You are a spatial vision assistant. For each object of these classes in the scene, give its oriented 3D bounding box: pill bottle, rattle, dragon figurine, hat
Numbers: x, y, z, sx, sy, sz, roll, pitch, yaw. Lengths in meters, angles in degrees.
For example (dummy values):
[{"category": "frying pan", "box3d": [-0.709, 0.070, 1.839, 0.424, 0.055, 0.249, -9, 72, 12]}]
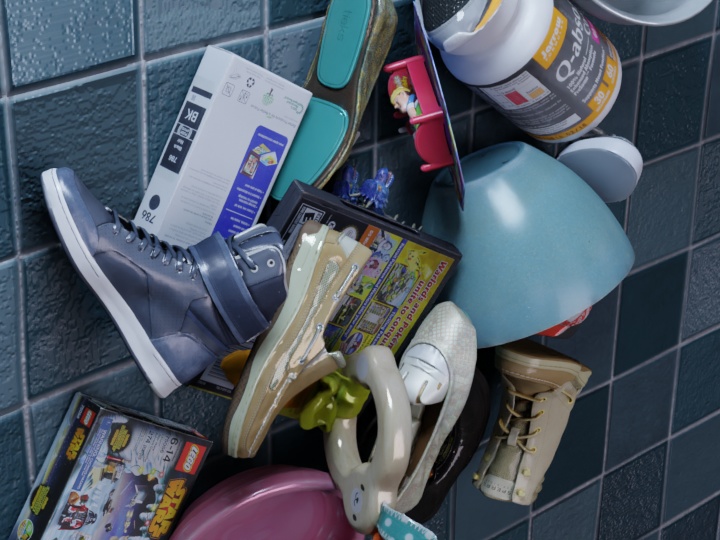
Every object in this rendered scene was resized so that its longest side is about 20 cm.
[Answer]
[{"category": "pill bottle", "box3d": [0.140, -0.202, 1.534, 0.200, 0.116, 0.117, 30, 87, -49]}, {"category": "rattle", "box3d": [-0.024, 0.162, 1.417, 0.142, 0.130, 0.201, 13, 65, -42]}, {"category": "dragon figurine", "box3d": [0.000, 0.000, 1.531, 0.099, 0.059, 0.201, 1, 111, -45]}, {"category": "hat", "box3d": [0.034, 0.153, 1.629, 0.200, 0.081, 0.201, -33, 138, -36]}]

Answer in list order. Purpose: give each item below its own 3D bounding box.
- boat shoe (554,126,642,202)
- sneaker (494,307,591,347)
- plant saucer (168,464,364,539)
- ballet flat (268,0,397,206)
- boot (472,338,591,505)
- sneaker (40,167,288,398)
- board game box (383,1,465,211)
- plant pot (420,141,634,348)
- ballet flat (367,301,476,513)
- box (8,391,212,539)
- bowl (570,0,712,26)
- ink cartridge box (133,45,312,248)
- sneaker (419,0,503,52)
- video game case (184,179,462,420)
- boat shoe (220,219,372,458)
[{"category": "boat shoe", "box3d": [0.221, -0.100, 1.633, 0.068, 0.073, 0.199, -56, -179, -18]}, {"category": "sneaker", "box3d": [0.173, 0.013, 1.693, 0.201, 0.067, 0.108, -1, 127, -51]}, {"category": "plant saucer", "box3d": [-0.093, 0.241, 1.523, 0.200, 0.051, 0.201, -19, 139, -17]}, {"category": "ballet flat", "box3d": [-0.019, -0.143, 1.442, 0.070, 0.071, 0.201, 13, 99, -48]}, {"category": "boot", "box3d": [0.153, 0.147, 1.657, 0.156, 0.072, 0.200, -66, 160, 0]}, {"category": "sneaker", "box3d": [-0.141, -0.020, 1.304, 0.146, 0.077, 0.203, -30, 117, 1]}, {"category": "board game box", "box3d": [0.049, -0.129, 1.441, 0.039, 0.200, 0.159, -15, 83, 1]}, {"category": "plant pot", "box3d": [0.133, -0.038, 1.571, 0.200, 0.200, 0.135, -34, 109, -29]}, {"category": "ballet flat", "box3d": [0.050, 0.125, 1.499, 0.062, 0.067, 0.201, -4, 113, -61]}, {"category": "box", "box3d": [-0.218, 0.211, 1.426, 0.137, 0.040, 0.201, 23, 91, -50]}, {"category": "bowl", "box3d": [0.233, -0.305, 1.568, 0.200, 0.090, 0.202, 5, 76, -23]}, {"category": "ink cartridge box", "box3d": [-0.119, -0.071, 1.390, 0.099, 0.039, 0.201, 22, 91, -48]}, {"category": "sneaker", "box3d": [0.068, -0.264, 1.420, 0.077, 0.078, 0.201, 32, 44, -37]}, {"category": "video game case", "box3d": [-0.034, 0.037, 1.474, 0.180, 0.026, 0.201, 21, 109, -35]}, {"category": "boat shoe", "box3d": [-0.047, 0.064, 1.380, 0.072, 0.076, 0.201, -105, -143, -86]}]
